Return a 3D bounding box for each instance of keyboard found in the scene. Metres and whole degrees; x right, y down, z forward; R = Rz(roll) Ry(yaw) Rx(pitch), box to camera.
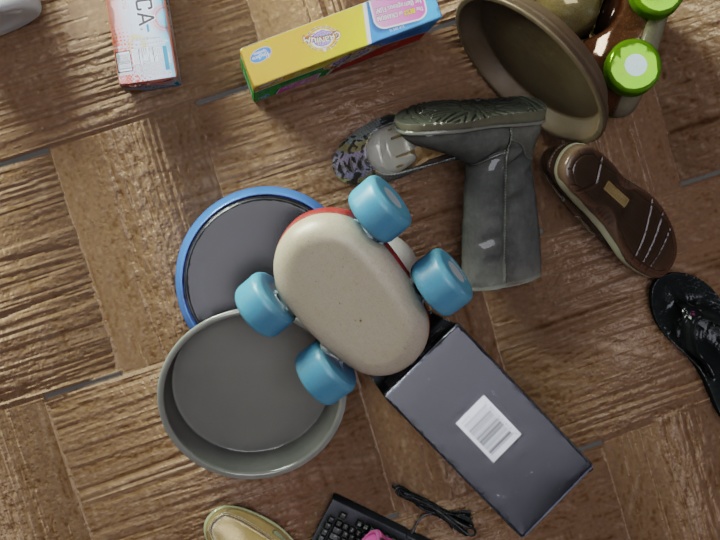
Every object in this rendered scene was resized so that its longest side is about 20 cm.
[{"bbox_3d":[0.053,0.305,1.239,0.199,0.021,0.128,27,90,-6],"label":"keyboard"}]

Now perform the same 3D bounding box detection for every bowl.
[{"bbox_3d":[-0.102,0.010,1.205,0.199,0.039,0.203,0,92,-5],"label":"bowl"}]

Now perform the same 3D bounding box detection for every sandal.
[{"bbox_3d":[0.398,0.085,1.246,0.075,0.048,0.201,-35,95,-3],"label":"sandal"}]

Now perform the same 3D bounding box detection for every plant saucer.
[{"bbox_3d":[0.180,-0.212,1.142,0.200,0.200,0.029,45,80,-5],"label":"plant saucer"}]

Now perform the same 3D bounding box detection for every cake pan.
[{"bbox_3d":[-0.114,0.126,1.178,0.198,0.037,0.202,-2,112,-5],"label":"cake pan"}]

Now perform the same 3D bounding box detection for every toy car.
[{"bbox_3d":[0.000,0.000,1.128,0.184,0.200,0.177,-39,100,17],"label":"toy car"},{"bbox_3d":[0.217,-0.260,1.169,0.198,0.164,0.159,18,90,4],"label":"toy car"}]

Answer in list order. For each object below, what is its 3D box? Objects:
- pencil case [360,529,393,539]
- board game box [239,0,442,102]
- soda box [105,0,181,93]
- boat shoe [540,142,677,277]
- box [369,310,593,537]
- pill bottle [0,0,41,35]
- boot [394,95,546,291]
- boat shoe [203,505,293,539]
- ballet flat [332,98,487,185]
[{"bbox_3d":[0.057,0.376,1.194,0.200,0.094,0.091,42,110,-12],"label":"pencil case"},{"bbox_3d":[-0.025,-0.234,1.146,0.198,0.153,0.041,-21,95,-3],"label":"board game box"},{"bbox_3d":[-0.235,-0.292,1.167,0.063,0.068,0.202,-8,93,-5],"label":"soda box"},{"bbox_3d":[0.271,-0.071,1.221,0.075,0.075,0.202,-49,118,-9],"label":"boat shoe"},{"bbox_3d":[0.118,0.152,1.158,0.104,0.182,0.200,-44,94,-1],"label":"box"},{"bbox_3d":[-0.409,-0.343,1.128,0.110,0.111,0.202,-19,94,-4],"label":"pill bottle"},{"bbox_3d":[0.117,-0.076,1.172,0.180,0.073,0.202,-4,119,-15],"label":"boot"},{"bbox_3d":[-0.086,0.329,1.199,0.199,0.076,0.072,38,89,-5],"label":"boat shoe"},{"bbox_3d":[0.065,-0.143,1.199,0.199,0.072,0.073,-16,93,-4],"label":"ballet flat"}]
